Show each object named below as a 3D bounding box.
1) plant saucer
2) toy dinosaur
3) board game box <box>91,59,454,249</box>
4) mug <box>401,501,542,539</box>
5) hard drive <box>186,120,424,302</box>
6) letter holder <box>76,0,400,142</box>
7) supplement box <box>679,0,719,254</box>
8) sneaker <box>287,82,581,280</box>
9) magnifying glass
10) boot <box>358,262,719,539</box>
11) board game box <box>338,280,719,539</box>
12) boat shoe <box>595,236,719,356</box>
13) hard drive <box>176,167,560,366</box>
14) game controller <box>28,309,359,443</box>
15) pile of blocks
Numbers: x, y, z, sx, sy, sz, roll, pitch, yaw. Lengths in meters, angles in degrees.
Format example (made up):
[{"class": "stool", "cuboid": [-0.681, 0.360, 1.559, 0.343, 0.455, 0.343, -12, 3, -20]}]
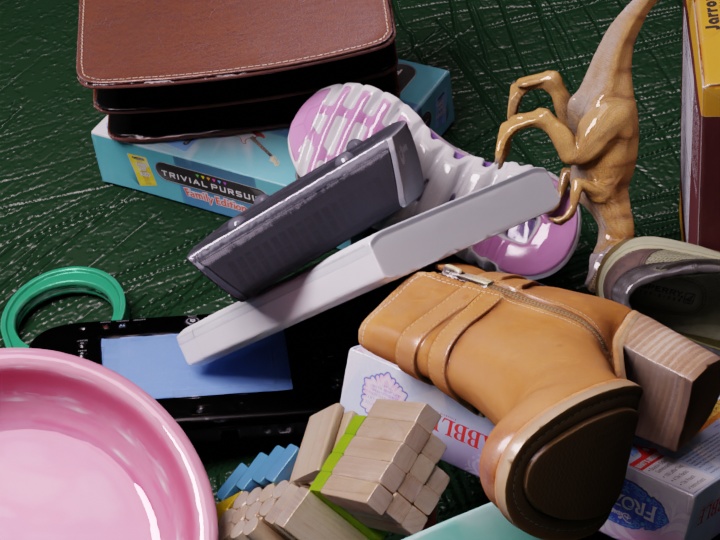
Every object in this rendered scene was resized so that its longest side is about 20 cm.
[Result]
[{"class": "plant saucer", "cuboid": [-0.173, 0.138, 0.907, 0.200, 0.051, 0.201, 5, 62, -9]}, {"class": "toy dinosaur", "cuboid": [0.135, -0.091, 1.036, 0.106, 0.200, 0.060, 7, 19, 12]}, {"class": "board game box", "cuboid": [-0.059, -0.100, 1.243, 0.200, 0.047, 0.151, 16, 47, 25]}, {"class": "mug", "cuboid": [0.029, 0.190, 0.846, 0.152, 0.185, 0.114, -9, 70, -54]}, {"class": "hard drive", "cuboid": [-0.025, -0.034, 1.001, 0.135, 0.042, 0.200, -30, 5, 5]}, {"class": "letter holder", "cuboid": [-0.076, -0.137, 1.179, 0.200, 0.101, 0.142, -8, 44, 0]}, {"class": "supplement box", "cuboid": [0.288, -0.072, 1.042, 0.197, 0.200, 0.133, -2, 43, 7]}, {"class": "sneaker", "cuboid": [0.048, -0.047, 1.129, 0.200, 0.088, 0.081, 27, 88, 17]}, {"class": "magnifying glass", "cuboid": [-0.190, 0.070, 1.099, 0.080, 0.022, 0.200, -1, 41, 7]}, {"class": "boot", "cuboid": [0.064, 0.047, 0.837, 0.155, 0.077, 0.200, 23, 29, 27]}, {"class": "board game box", "cuboid": [0.126, 0.072, 0.965, 0.199, 0.041, 0.200, 22, 22, 30]}, {"class": "boat shoe", "cuboid": [0.230, 0.027, 0.992, 0.201, 0.072, 0.066, 9, 19, -2]}, {"class": "hard drive", "cuboid": [0.000, 0.000, 0.999, 0.132, 0.027, 0.200, -24, 0, -38]}, {"class": "game controller", "cuboid": [-0.096, 0.061, 1.062, 0.200, 0.042, 0.104, -3, 43, -6]}, {"class": "pile of blocks", "cuboid": [-0.019, 0.125, 0.930, 0.200, 0.062, 0.082, -26, 31, 40]}]
